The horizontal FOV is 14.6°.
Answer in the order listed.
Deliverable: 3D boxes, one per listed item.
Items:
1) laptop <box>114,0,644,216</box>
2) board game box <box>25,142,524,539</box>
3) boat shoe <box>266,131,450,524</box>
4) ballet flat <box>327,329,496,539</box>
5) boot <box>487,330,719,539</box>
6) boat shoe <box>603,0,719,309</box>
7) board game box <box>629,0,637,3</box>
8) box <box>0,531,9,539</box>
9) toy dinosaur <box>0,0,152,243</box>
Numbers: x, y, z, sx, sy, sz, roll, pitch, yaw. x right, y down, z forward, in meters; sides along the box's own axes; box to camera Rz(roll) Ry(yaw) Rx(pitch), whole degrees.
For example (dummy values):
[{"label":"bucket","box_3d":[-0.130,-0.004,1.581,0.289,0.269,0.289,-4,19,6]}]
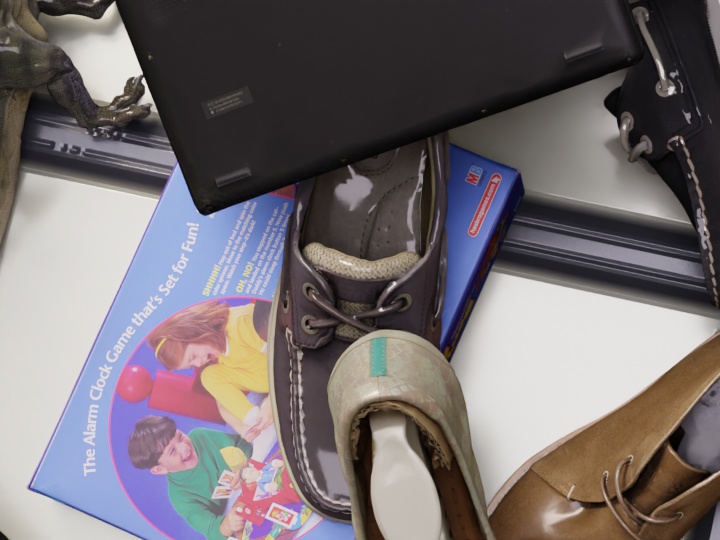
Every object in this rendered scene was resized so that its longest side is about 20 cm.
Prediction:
[{"label":"laptop","box_3d":[0.000,-0.153,1.091,0.187,0.116,0.200,-19,97,19]},{"label":"board game box","box_3d":[-0.033,0.027,1.163,0.134,0.045,0.200,24,84,9]},{"label":"boat shoe","box_3d":[0.000,0.000,1.102,0.072,0.065,0.201,8,89,4]},{"label":"ballet flat","box_3d":[0.026,0.120,1.076,0.067,0.062,0.200,-15,110,8]},{"label":"boot","box_3d":[0.104,0.090,1.123,0.200,0.075,0.074,-44,84,1]},{"label":"boat shoe","box_3d":[0.129,-0.075,1.149,0.060,0.074,0.201,-9,77,5]},{"label":"board game box","box_3d":[0.056,-0.197,1.146,0.147,0.064,0.201,-18,75,44]},{"label":"box","box_3d":[-0.261,0.108,1.116,0.164,0.086,0.200,-44,105,-2]},{"label":"toy dinosaur","box_3d":[-0.137,-0.095,1.190,0.088,0.047,0.201,-8,103,-17]}]
